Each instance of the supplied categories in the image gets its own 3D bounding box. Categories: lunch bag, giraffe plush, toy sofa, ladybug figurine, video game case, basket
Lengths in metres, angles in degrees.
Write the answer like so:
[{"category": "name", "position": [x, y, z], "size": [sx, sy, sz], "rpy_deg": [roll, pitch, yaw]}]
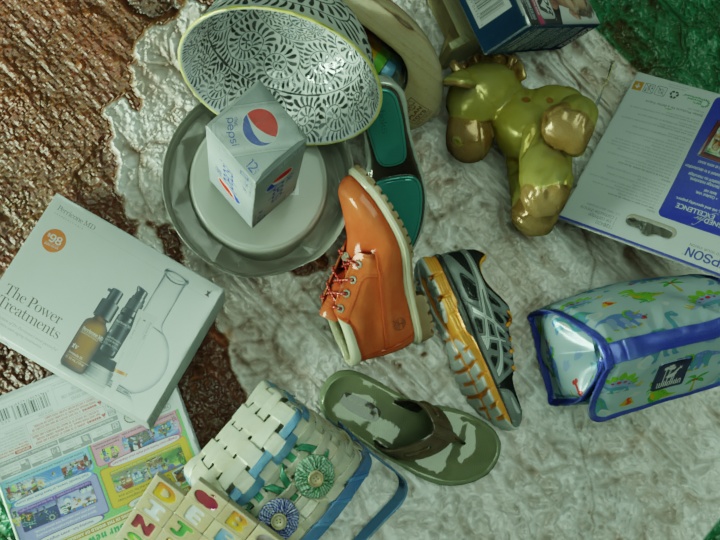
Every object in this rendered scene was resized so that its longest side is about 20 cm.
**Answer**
[{"category": "lunch bag", "position": [0.281, 0.071, 1.065], "size": [0.167, 0.200, 0.130], "rpy_deg": [-14, 84, -10]}, {"category": "giraffe plush", "position": [0.157, -0.155, 1.110], "size": [0.160, 0.173, 0.203], "rpy_deg": [21, 75, 6]}, {"category": "toy sofa", "position": [0.091, -0.330, 1.153], "size": [0.096, 0.083, 0.203], "rpy_deg": [-24, 86, -9]}, {"category": "ladybug figurine", "position": [0.006, -0.228, 1.114], "size": [0.199, 0.135, 0.073], "rpy_deg": [38, 36, -17]}, {"category": "video game case", "position": [-0.263, 0.186, 1.065], "size": [0.197, 0.022, 0.185], "rpy_deg": [-21, 85, -11]}, {"category": "basket", "position": [-0.063, 0.225, 1.038], "size": [0.177, 0.139, 0.200], "rpy_deg": [-49, 124, -9]}]

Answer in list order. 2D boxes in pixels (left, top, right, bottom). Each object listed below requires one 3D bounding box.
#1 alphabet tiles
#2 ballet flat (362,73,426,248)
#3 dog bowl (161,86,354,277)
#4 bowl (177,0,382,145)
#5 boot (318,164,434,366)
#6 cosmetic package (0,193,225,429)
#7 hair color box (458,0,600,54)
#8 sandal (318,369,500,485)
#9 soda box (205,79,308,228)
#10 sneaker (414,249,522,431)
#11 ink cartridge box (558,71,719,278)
[{"category": "alphabet tiles", "position": [-0.144, 0.269, 0.994], "size": [0.165, 0.201, 0.006], "rpy_deg": [37, 43, 0]}, {"category": "ballet flat", "position": [0.033, -0.111, 1.109], "size": [0.068, 0.070, 0.203], "rpy_deg": [-14, 120, -9]}, {"category": "dog bowl", "position": [-0.106, -0.088, 1.105], "size": [0.196, 0.059, 0.205], "rpy_deg": [1, 83, -8]}, {"category": "bowl", "position": [-0.067, -0.217, 1.014], "size": [0.197, 0.201, 0.096], "rpy_deg": [15, 64, -5]}, {"category": "boot", "position": [0.000, 0.000, 1.068], "size": [0.106, 0.075, 0.203], "rpy_deg": [-22, 112, -13]}, {"category": "cosmetic package", "position": [-0.255, 0.040, 1.057], "size": [0.198, 0.052, 0.152], "rpy_deg": [29, 72, 2]}, {"category": "hair color box", "position": [0.173, -0.285, 1.108], "size": [0.060, 0.199, 0.101], "rpy_deg": [-27, 87, 34]}, {"category": "sandal", "position": [0.050, 0.165, 1.092], "size": [0.198, 0.057, 0.081], "rpy_deg": [21, 80, -4]}, {"category": "soda box", "position": [-0.097, -0.101, 0.977], "size": [0.063, 0.200, 0.068], "rpy_deg": [-41, 88, -11]}, {"category": "sneaker", "position": [0.128, 0.069, 1.110], "size": [0.076, 0.078, 0.203], "rpy_deg": [-22, 87, -19]}, {"category": "ink cartridge box", "position": [0.338, -0.098, 1.119], "size": [0.195, 0.047, 0.202], "rpy_deg": [23, 76, 31]}]
